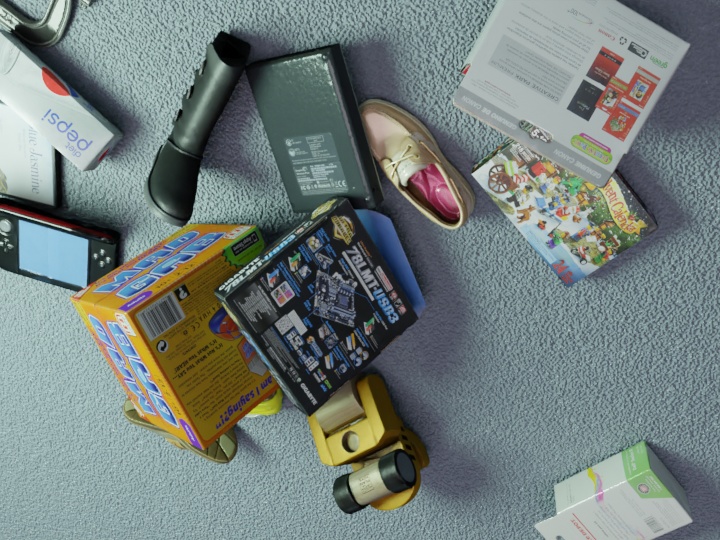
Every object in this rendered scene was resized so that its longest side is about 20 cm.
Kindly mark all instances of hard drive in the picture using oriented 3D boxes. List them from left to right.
[{"bbox_3d":[-0.058,-0.172,0.949,0.138,0.033,0.202,0,119,36],"label":"hard drive"}]

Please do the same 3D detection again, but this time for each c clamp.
[{"bbox_3d":[-0.428,-0.379,0.957,0.199,0.027,0.171,31,124,-6],"label":"c clamp"}]

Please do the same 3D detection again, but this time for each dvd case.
[{"bbox_3d":[-0.524,-0.176,1.083,0.198,0.018,0.144,14,118,5],"label":"dvd case"}]

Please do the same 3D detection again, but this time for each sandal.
[{"bbox_3d":[-0.290,0.256,1.223,0.198,0.081,0.054,21,135,3],"label":"sandal"}]

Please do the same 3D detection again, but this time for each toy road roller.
[{"bbox_3d":[0.022,0.261,1.145,0.122,0.146,0.202,-31,69,25],"label":"toy road roller"}]

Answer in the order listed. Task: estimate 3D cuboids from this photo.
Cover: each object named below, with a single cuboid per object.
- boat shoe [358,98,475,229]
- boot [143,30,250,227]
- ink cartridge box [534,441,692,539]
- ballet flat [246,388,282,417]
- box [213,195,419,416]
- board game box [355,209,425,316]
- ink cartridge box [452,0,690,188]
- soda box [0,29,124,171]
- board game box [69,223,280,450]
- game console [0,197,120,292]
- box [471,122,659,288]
[{"bbox_3d":[0.068,-0.131,0.943,0.200,0.069,0.074,42,118,-9],"label":"boat shoe"},{"bbox_3d":[-0.197,-0.176,0.934,0.065,0.166,0.200,21,124,-32],"label":"boot"},{"bbox_3d":[0.371,0.354,1.126,0.199,0.067,0.117,-35,105,25],"label":"ink cartridge box"},{"bbox_3d":[-0.216,0.204,1.187,0.198,0.067,0.067,-1,138,11],"label":"ballet flat"},{"bbox_3d":[-0.049,0.045,0.948,0.198,0.050,0.201,-41,116,-18],"label":"box"},{"bbox_3d":[0.000,0.000,1.046,0.157,0.039,0.202,-15,111,25],"label":"board game box"},{"bbox_3d":[0.219,-0.213,0.829,0.199,0.084,0.177,29,97,-3],"label":"ink cartridge box"},{"bbox_3d":[-0.415,-0.224,0.997,0.200,0.063,0.068,43,94,-10],"label":"soda box"},{"bbox_3d":[-0.218,0.075,0.996,0.199,0.200,0.201,4,125,51],"label":"board game box"},{"bbox_3d":[-0.464,-0.030,1.087,0.198,0.119,0.174,16,119,5],"label":"game console"},{"bbox_3d":[0.253,-0.093,0.940,0.136,0.038,0.200,-37,104,26],"label":"box"}]
